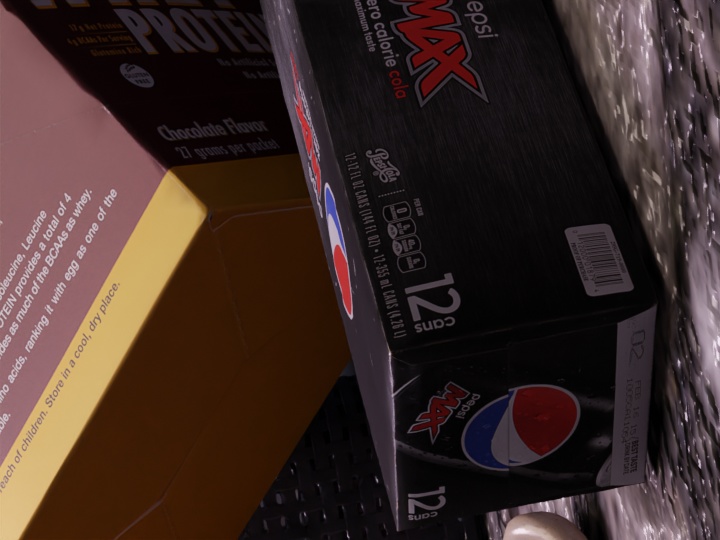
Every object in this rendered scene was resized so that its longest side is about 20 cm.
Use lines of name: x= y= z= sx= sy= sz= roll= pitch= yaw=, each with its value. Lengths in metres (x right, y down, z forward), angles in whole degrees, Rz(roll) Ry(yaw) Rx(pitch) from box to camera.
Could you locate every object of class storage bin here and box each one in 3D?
storage bin: x=0.000 y=0.144 z=0.892 sx=0.135 sy=0.093 sz=0.202 roll=128 pitch=133 yaw=-82

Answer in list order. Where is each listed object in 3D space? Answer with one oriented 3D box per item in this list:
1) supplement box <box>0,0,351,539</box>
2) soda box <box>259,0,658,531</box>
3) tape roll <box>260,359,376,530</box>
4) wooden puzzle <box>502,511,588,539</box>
supplement box: x=-0.114 y=-0.013 z=0.781 sx=0.200 sy=0.132 sz=0.198 roll=44 pitch=118 yaw=24
soda box: x=0.017 y=-0.036 z=0.583 sx=0.071 sy=0.063 sz=0.201 roll=86 pitch=172 yaw=-48
tape roll: x=-0.086 y=0.081 z=1.085 sx=0.203 sy=0.201 sz=0.140 roll=102 pitch=156 yaw=-74
wooden puzzle: x=0.057 y=0.192 z=0.662 sx=0.186 sy=0.046 sz=0.201 roll=94 pitch=165 yaw=-64
